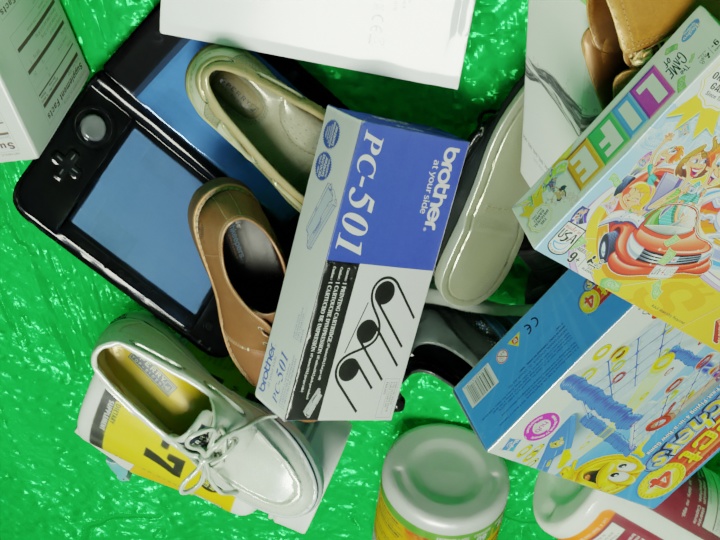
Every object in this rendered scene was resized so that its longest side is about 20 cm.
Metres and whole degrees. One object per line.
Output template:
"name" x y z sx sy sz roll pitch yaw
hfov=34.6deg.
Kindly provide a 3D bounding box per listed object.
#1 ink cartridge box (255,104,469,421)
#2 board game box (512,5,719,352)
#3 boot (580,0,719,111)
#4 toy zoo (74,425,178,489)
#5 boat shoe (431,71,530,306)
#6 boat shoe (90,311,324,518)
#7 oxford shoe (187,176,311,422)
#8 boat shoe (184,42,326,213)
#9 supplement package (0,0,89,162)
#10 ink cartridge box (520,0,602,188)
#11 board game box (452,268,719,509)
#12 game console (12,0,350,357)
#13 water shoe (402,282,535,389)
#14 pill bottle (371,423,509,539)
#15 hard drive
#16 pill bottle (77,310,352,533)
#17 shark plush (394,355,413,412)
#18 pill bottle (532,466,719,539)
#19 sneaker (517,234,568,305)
"ink cartridge box" 0.000 0.000 0.768 0.093 0.044 0.203 5 106 -38
"board game box" 0.193 -0.032 0.603 0.199 0.034 0.135 25 118 -34
"boot" 0.194 -0.110 0.605 0.143 0.071 0.202 -28 131 5
"toy zoo" -0.176 0.136 1.054 0.130 0.021 0.200 30 129 -14
"boat shoe" 0.098 -0.075 0.786 0.074 0.066 0.201 8 117 -30
"boat shoe" -0.110 0.113 0.817 0.202 0.086 0.075 45 104 -6
"oxford shoe" -0.063 0.036 0.809 0.071 0.071 0.202 -29 119 -8
"boat shoe" -0.032 -0.078 0.783 0.200 0.063 0.073 41 94 -21
"supplement package" -0.275 -0.178 0.747 0.112 0.110 0.202 -5 129 15
"ink cartridge box" 0.176 -0.132 0.676 0.143 0.084 0.202 -14 132 -13
"board game box" 0.195 0.055 0.751 0.195 0.056 0.200 23 117 -39
"game console" -0.108 -0.064 0.812 0.199 0.177 0.116 39 155 -21
"water shoe" 0.109 0.068 0.840 0.197 0.080 0.072 9 144 7
"pill bottle" 0.065 0.243 1.036 0.109 0.112 0.202 9 131 3
"hard drive" -0.023 -0.196 0.722 0.197 0.025 0.134 11 120 2
"pill bottle" -0.114 0.123 0.924 0.198 0.115 0.115 25 131 2
"shark plush" -0.020 0.051 0.947 0.198 0.091 0.084 4 114 35
"pill bottle" 0.254 0.209 0.968 0.199 0.115 0.114 31 129 -14
"sneaker" 0.190 -0.010 0.833 0.198 0.060 0.104 -21 125 31
